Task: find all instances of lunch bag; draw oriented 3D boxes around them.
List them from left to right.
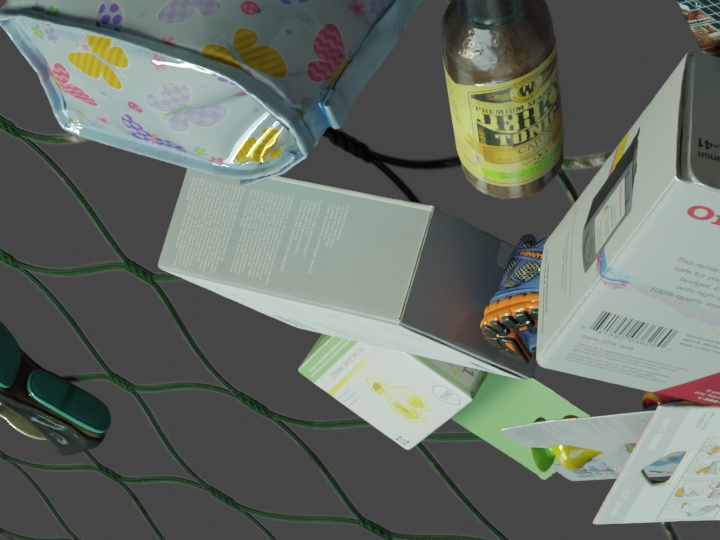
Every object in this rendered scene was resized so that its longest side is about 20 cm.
[{"bbox_3d":[-0.062,-0.140,1.409,0.199,0.170,0.127,14,150,33],"label":"lunch bag"}]

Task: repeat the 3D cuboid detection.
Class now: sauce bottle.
[{"bbox_3d":[0.075,-0.114,1.428,0.064,0.065,0.200,22,156,20],"label":"sauce bottle"}]

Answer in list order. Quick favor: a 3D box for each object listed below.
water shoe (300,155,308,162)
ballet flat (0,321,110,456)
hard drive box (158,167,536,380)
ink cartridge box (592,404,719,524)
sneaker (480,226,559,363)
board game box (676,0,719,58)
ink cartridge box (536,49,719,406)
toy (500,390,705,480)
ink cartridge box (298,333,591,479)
[{"bbox_3d":[-0.054,-0.105,1.617,0.079,0.072,0.200,21,168,-21],"label":"water shoe"},{"bbox_3d":[-0.307,0.099,2.286,0.068,0.068,0.200,-34,116,31],"label":"ballet flat"},{"bbox_3d":[0.000,0.000,1.664,0.199,0.077,0.156,13,173,37],"label":"hard drive box"},{"bbox_3d":[0.242,0.102,1.579,0.175,0.045,0.200,3,155,-6],"label":"ink cartridge box"},{"bbox_3d":[0.152,-0.010,1.534,0.199,0.079,0.075,-17,142,38],"label":"sneaker"},{"bbox_3d":[0.229,-0.143,1.224,0.199,0.035,0.136,12,150,38],"label":"board game box"},{"bbox_3d":[0.193,-0.013,1.371,0.147,0.086,0.200,14,146,-12],"label":"ink cartridge box"},{"bbox_3d":[0.202,0.094,1.680,0.199,0.047,0.115,-11,154,26],"label":"toy"},{"bbox_3d":[0.065,0.093,1.869,0.200,0.048,0.146,36,156,-4],"label":"ink cartridge box"}]
